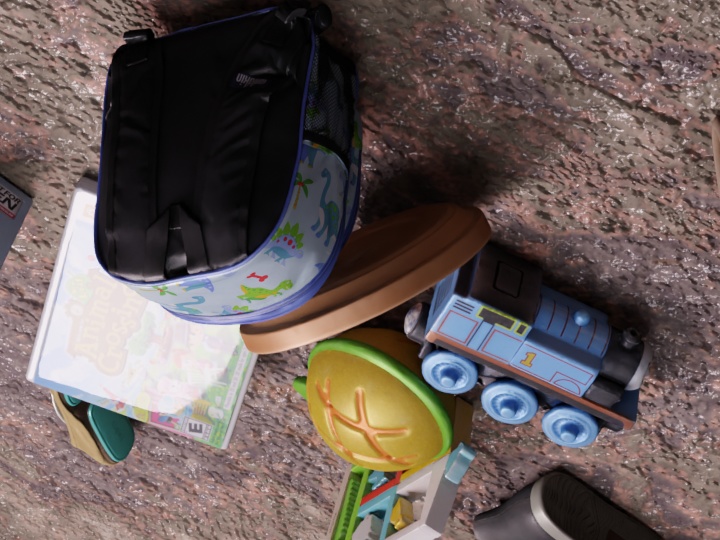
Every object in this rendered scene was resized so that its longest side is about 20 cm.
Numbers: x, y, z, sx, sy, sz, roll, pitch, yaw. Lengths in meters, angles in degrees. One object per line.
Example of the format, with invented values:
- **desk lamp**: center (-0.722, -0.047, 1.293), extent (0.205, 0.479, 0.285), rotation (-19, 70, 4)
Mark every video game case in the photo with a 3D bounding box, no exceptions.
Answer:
- **video game case**: center (-0.168, 0.038, 1.756), extent (0.181, 0.022, 0.201), rotation (19, 122, -1)

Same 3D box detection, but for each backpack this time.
- **backpack**: center (-0.087, -0.062, 1.511), extent (0.182, 0.202, 0.147), rotation (-8, 151, 27)

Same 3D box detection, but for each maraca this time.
- **maraca**: center (0.009, 0.110, 1.760), extent (0.137, 0.107, 0.200), rotation (43, 156, -3)

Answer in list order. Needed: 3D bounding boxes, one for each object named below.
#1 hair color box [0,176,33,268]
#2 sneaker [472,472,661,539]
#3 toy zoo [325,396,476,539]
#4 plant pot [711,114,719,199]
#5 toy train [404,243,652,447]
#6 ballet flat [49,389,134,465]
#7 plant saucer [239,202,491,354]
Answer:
- **hair color box**: center (-0.340, 0.019, 1.709), extent (0.060, 0.201, 0.099), rotation (36, 138, -21)
- **sneaker**: center (0.198, 0.258, 1.892), extent (0.200, 0.075, 0.106), rotation (43, 141, -15)
- **toy zoo**: center (0.036, 0.187, 1.816), extent (0.020, 0.132, 0.200), rotation (33, 139, -19)
- **plant pot**: center (0.335, -0.022, 1.427), extent (0.173, 0.201, 0.201), rotation (-12, 136, 7)
- **toy train**: center (0.135, 0.061, 1.666), extent (0.199, 0.087, 0.115), rotation (25, 135, -7)
- **ballet flat**: center (-0.254, 0.101, 1.885), extent (0.063, 0.069, 0.201), rotation (17, 143, 26)
- **plant saucer**: center (0.000, 0.000, 1.567), extent (0.199, 0.200, 0.033), rotation (-19, 103, 37)
